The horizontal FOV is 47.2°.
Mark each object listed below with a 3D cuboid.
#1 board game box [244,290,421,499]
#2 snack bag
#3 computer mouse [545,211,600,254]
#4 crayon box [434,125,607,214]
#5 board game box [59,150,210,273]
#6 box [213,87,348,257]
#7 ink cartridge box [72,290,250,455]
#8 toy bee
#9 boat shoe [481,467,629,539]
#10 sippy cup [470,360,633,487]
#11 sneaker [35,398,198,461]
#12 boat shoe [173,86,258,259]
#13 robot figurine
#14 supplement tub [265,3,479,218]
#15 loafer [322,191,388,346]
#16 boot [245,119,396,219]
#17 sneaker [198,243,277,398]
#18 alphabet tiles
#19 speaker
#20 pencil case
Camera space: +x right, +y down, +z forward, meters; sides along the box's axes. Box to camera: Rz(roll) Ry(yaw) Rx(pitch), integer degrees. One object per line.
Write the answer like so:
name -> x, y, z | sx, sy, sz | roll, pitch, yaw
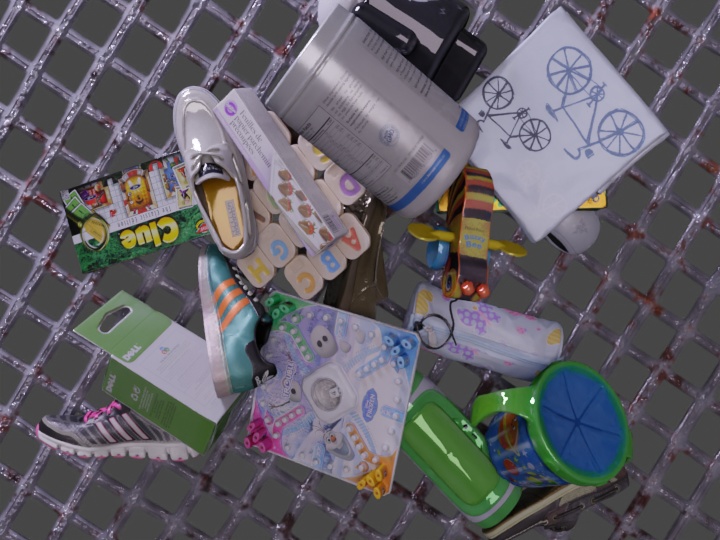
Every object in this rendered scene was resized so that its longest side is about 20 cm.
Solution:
board game box -> -0.040, 0.147, 0.976 | 0.197, 0.026, 0.204 | 15, 104, 20
snack bag -> 0.213, -0.157, 0.926 | 0.200, 0.021, 0.189 | -42, 87, 8
computer mouse -> 0.223, -0.104, 1.015 | 0.200, 0.044, 0.110 | 43, 90, -3
crayon box -> 0.186, -0.129, 0.969 | 0.195, 0.058, 0.122 | -1, 91, 5
board game box -> -0.260, -0.073, 0.990 | 0.196, 0.023, 0.107 | -17, 93, 13
box -> -0.088, -0.110, 0.916 | 0.038, 0.041, 0.202 | -36, 87, 27
ink cartridge box -> -0.233, 0.117, 0.970 | 0.198, 0.104, 0.060 | 31, 124, 5
toy bee -> 0.120, -0.010, 0.887 | 0.128, 0.109, 0.204 | -12, 100, -10
boat shoe -> 0.247, 0.292, 1.021 | 0.199, 0.072, 0.067 | -32, 88, -5
sippy cup -> 0.217, 0.190, 0.951 | 0.139, 0.130, 0.179 | -37, 86, -36
sneaker -> -0.289, 0.178, 1.000 | 0.196, 0.074, 0.089 | 5, 93, -7
boat shoe -> -0.164, -0.111, 0.922 | 0.070, 0.070, 0.204 | -14, 91, -1
robot figurine -> 0.047, -0.277, 0.937 | 0.198, 0.150, 0.126 | 32, 74, 1
supplement tub -> 0.015, -0.163, 0.862 | 0.199, 0.132, 0.133 | 38, 91, -12
loafer -> 0.000, 0.000, 0.997 | 0.066, 0.076, 0.204 | 4, 112, -27
boot -> -0.028, -0.116, 1.003 | 0.199, 0.064, 0.187 | 39, 101, -11
sneaker -> -0.144, 0.052, 0.968 | 0.078, 0.072, 0.203 | -10, 58, -7
alphabet tiles -> -0.085, -0.073, 0.953 | 0.199, 0.015, 0.197 | -39, 87, 25
speaker -> 0.106, 0.216, 1.007 | 0.088, 0.088, 0.200 | -43, 93, 1
pencil case -> 0.146, 0.077, 0.998 | 0.196, 0.091, 0.085 | 17, 88, -3
